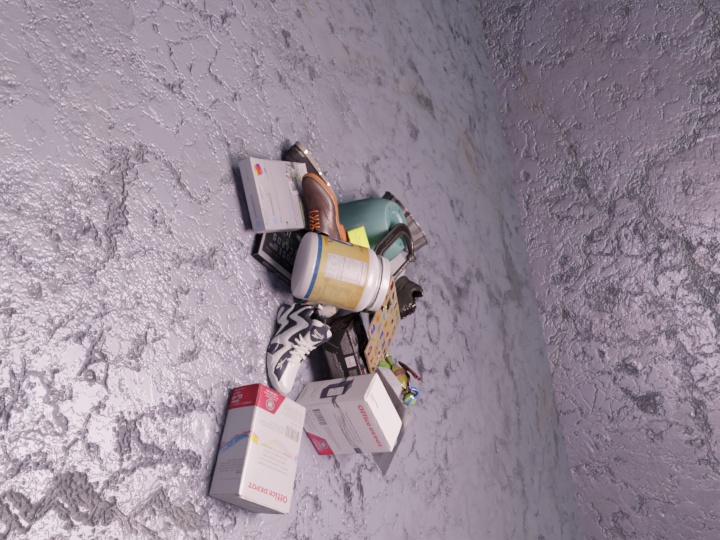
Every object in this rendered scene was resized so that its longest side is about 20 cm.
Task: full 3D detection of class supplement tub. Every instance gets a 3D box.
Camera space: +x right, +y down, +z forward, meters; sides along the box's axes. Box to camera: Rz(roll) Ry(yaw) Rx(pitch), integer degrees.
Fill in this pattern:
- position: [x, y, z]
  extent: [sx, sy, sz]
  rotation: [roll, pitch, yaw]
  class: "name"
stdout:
- position: [-0.045, 0.008, 1.275]
  extent: [0.195, 0.145, 0.148]
  rotation: [14, 61, -17]
  class: "supplement tub"

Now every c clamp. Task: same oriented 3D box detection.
- position: [0.088, -0.015, 1.468]
  extent: [0.201, 0.027, 0.173]
  rotation: [-51, 125, -34]
  class: "c clamp"

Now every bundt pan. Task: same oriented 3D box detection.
- position: [0.113, -0.134, 1.705]
  extent: [0.203, 0.075, 0.202]
  rotation: [50, -1, 1]
  class: "bundt pan"

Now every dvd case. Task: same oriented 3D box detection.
- position: [-0.176, -0.082, 1.329]
  extent: [0.150, 0.024, 0.204]
  rotation: [43, 44, -43]
  class: "dvd case"

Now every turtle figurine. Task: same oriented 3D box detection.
- position: [0.055, 0.293, 1.515]
  extent: [0.141, 0.201, 0.197]
  rotation: [-15, 66, -31]
  class: "turtle figurine"

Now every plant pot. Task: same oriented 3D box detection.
- position: [0.034, -0.104, 1.553]
  extent: [0.199, 0.158, 0.206]
  rotation: [28, 55, -50]
  class: "plant pot"

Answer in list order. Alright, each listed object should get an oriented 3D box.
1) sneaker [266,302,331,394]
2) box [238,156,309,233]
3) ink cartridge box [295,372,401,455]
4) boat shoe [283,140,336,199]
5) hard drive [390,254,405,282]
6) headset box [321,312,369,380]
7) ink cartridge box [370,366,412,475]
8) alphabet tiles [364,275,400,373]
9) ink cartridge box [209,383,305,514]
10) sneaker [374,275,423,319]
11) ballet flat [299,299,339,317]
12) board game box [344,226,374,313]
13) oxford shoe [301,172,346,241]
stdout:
- position: [-0.122, 0.158, 1.221]
  extent: [0.079, 0.127, 0.203]
  rotation: [44, 44, -39]
  class: "sneaker"
- position: [-0.180, -0.168, 1.295]
  extent: [0.198, 0.040, 0.160]
  rotation: [-11, 88, -60]
  class: "box"
- position: [-0.027, 0.316, 1.247]
  extent: [0.147, 0.196, 0.085]
  rotation: [63, 34, -20]
  class: "ink cartridge box"
- position: [-0.128, -0.232, 1.454]
  extent: [0.062, 0.072, 0.201]
  rotation: [-41, 130, -8]
  class: "boat shoe"
- position: [0.085, 0.014, 1.720]
  extent: [0.133, 0.025, 0.203]
  rotation: [51, 39, -36]
  class: "hard drive"
- position: [-0.025, 0.194, 1.377]
  extent: [0.200, 0.073, 0.153]
  rotation: [-48, 122, -77]
  class: "headset box"
- position: [0.062, 0.349, 1.342]
  extent: [0.046, 0.200, 0.163]
  rotation: [15, 107, -29]
  class: "ink cartridge box"
- position: [0.054, 0.144, 1.371]
  extent: [0.170, 0.007, 0.202]
  rotation: [77, 31, -46]
  class: "alphabet tiles"
- position: [-0.189, 0.338, 1.083]
  extent: [0.147, 0.084, 0.205]
  rotation: [43, 45, -43]
  class: "ink cartridge box"
- position: [0.108, 0.105, 1.613]
  extent: [0.202, 0.089, 0.077]
  rotation: [-54, 150, -23]
  class: "sneaker"
- position: [-0.076, 0.070, 1.392]
  extent: [0.073, 0.068, 0.199]
  rotation: [65, 28, -5]
  class: "ballet flat"
- position: [0.000, 0.000, 1.414]
  extent: [0.047, 0.101, 0.205]
  rotation: [-18, 95, -20]
  class: "board game box"
- position: [-0.091, -0.124, 1.321]
  extent: [0.073, 0.070, 0.204]
  rotation: [-49, 122, -48]
  class: "oxford shoe"
